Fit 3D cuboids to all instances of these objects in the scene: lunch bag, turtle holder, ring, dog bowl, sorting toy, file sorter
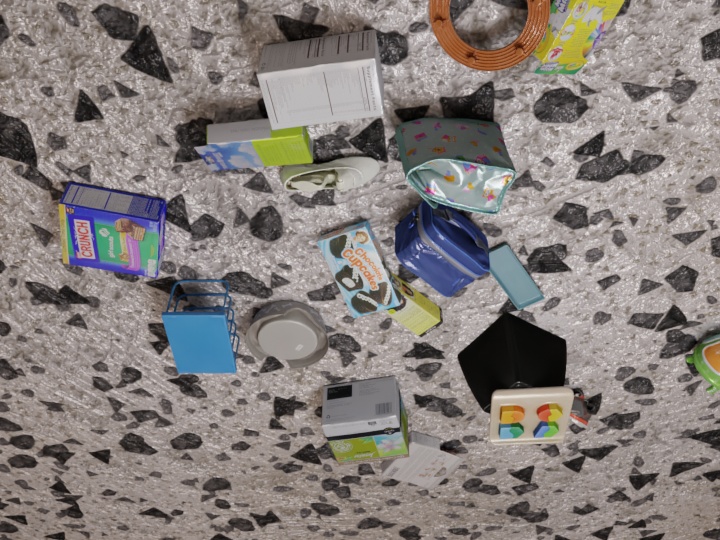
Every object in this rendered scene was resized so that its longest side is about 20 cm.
[{"bbox_3d":[0.169,-0.059,1.479,0.200,0.136,0.132,35,124,-26],"label":"lunch bag"},{"bbox_3d":[0.898,0.220,1.728,0.185,0.141,0.132,20,129,-15],"label":"turtle holder"},{"bbox_3d":[0.206,-0.421,1.170,0.200,0.019,0.201,12,128,16],"label":"ring"},{"bbox_3d":[-0.174,0.153,1.737,0.200,0.059,0.200,1,134,1],"label":"dog bowl"},{"bbox_3d":[0.397,0.349,1.686,0.185,0.037,0.200,-3,133,4],"label":"sorting toy"},{"bbox_3d":[-0.363,0.130,1.673,0.139,0.123,0.200,-1,134,1],"label":"file sorter"},{"bbox_3d":[0.164,-0.200,1.321,0.200,0.170,0.122,7,131,-11],"label":"lunch bag"}]

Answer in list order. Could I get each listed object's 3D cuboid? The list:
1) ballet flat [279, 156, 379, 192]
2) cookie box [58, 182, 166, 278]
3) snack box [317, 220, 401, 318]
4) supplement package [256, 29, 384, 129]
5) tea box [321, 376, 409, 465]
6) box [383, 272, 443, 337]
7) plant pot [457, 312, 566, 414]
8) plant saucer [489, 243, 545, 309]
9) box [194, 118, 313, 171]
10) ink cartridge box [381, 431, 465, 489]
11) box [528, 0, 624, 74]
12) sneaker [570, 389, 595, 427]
[{"bbox_3d":[-0.061,-0.180,1.417,0.200,0.069,0.069,-3,133,3],"label":"ballet flat"},{"bbox_3d":[-0.518,-0.080,1.510,0.200,0.075,0.171,10,133,-8],"label":"cookie box"},{"bbox_3d":[0.000,0.000,1.563,0.116,0.037,0.200,-17,113,20],"label":"snack box"},{"bbox_3d":[-0.064,-0.329,1.245,0.200,0.110,0.114,-6,133,6],"label":"supplement package"},{"bbox_3d":[0.016,0.403,1.916,0.200,0.134,0.197,-10,133,10],"label":"tea box"},{"bbox_3d":[0.099,0.076,1.665,0.200,0.050,0.075,34,124,-28],"label":"box"},{"bbox_3d":[0.379,0.256,1.745,0.199,0.178,0.200,24,128,-21],"label":"plant pot"},{"bbox_3d":[0.344,0.014,1.626,0.070,0.019,0.200,-26,127,23],"label":"plant saucer"},{"bbox_3d":[-0.196,-0.235,1.346,0.200,0.048,0.122,-4,165,4],"label":"box"},{"bbox_3d":[0.183,0.564,2.126,0.176,0.045,0.200,20,131,-16],"label":"ink cartridge box"},{"bbox_3d":[0.358,-0.412,1.175,0.117,0.048,0.200,-8,139,-34],"label":"box"},{"bbox_3d":[0.547,0.339,1.909,0.200,0.077,0.082,34,98,-28],"label":"sneaker"}]
